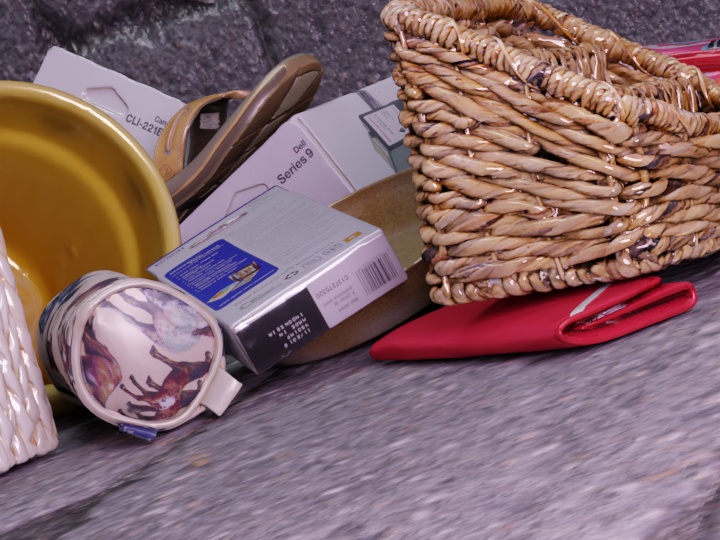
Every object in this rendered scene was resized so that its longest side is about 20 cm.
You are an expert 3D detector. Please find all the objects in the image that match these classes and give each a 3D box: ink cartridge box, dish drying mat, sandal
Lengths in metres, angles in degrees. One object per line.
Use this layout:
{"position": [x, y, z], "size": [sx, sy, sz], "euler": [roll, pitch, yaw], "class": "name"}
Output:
{"position": [-0.016, -0.047, 1.548], "size": [0.146, 0.084, 0.200], "euler": [-43, -8, 31], "class": "ink cartridge box"}
{"position": [-0.132, -0.070, 1.665], "size": [0.144, 0.084, 0.200], "euler": [25, -3, 33], "class": "ink cartridge box"}
{"position": [0.076, 0.023, 1.114], "size": [0.076, 0.018, 0.200], "euler": [-21, 6, -23], "class": "dish drying mat"}
{"position": [-0.105, -0.073, 1.494], "size": [0.200, 0.054, 0.080], "euler": [-42, -8, 27], "class": "sandal"}
{"position": [-0.050, 0.001, 1.282], "size": [0.094, 0.037, 0.200], "euler": [-33, 19, -10], "class": "ink cartridge box"}

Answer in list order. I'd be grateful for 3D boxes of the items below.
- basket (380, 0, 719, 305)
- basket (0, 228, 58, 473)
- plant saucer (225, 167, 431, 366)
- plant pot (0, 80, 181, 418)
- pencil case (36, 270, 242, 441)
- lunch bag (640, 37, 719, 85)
{"position": [0.115, -0.073, 1.138], "size": [0.142, 0.150, 0.200], "euler": [-10, 1, 25], "class": "basket"}
{"position": [-0.295, 0.038, 1.250], "size": [0.197, 0.201, 0.161], "euler": [-14, 5, 37], "class": "basket"}
{"position": [0.000, 0.000, 1.327], "size": [0.199, 0.036, 0.200], "euler": [-27, 16, 8], "class": "plant saucer"}
{"position": [-0.230, 0.009, 1.457], "size": [0.200, 0.202, 0.189], "euler": [-21, -10, -26], "class": "plant pot"}
{"position": [-0.125, 0.044, 1.269], "size": [0.078, 0.089, 0.200], "euler": [-48, 10, -8], "class": "pencil case"}
{"position": [0.201, -0.101, 1.460], "size": [0.175, 0.083, 0.200], "euler": [-4, 4, 24], "class": "lunch bag"}
